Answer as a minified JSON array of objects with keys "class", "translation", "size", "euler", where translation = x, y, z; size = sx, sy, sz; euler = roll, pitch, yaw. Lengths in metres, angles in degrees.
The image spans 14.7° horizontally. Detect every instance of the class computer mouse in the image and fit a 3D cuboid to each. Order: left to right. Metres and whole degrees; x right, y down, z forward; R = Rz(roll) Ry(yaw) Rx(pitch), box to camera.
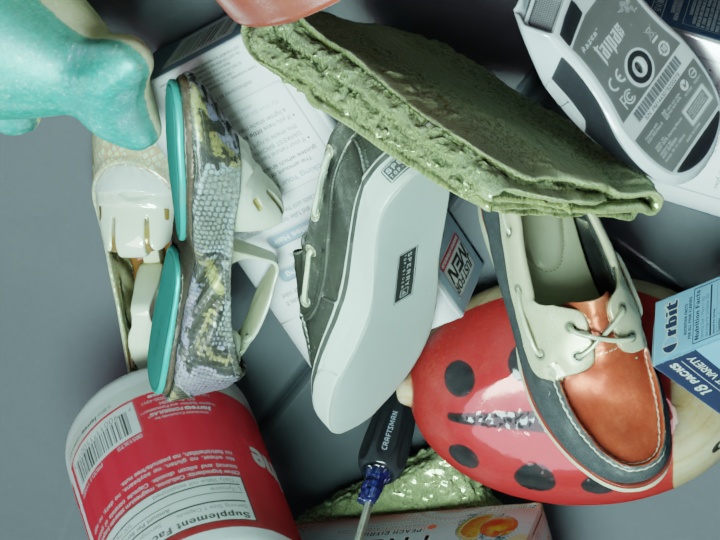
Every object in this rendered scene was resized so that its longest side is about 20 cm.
[{"class":"computer mouse","translation":[0.103,-0.120,1.382],"size":[0.044,0.110,0.200],"euler":[-9,127,53]}]

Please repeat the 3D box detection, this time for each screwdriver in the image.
[{"class":"screwdriver","translation":[-0.002,0.140,1.562],"size":[0.029,0.200,0.028],"euler":[39,132,-14]}]

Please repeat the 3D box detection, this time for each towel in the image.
[{"class":"towel","translation":[0.018,0.192,1.674],"size":[0.200,0.036,0.148],"euler":[-32,105,29]},{"class":"towel","translation":[0.046,-0.080,1.415],"size":[0.200,0.148,0.037],"euler":[35,109,36]}]

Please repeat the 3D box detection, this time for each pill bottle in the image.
[{"class":"pill bottle","translation":[-0.089,0.155,1.541],"size":[0.112,0.200,0.112],"euler":[-11,134,-12]}]

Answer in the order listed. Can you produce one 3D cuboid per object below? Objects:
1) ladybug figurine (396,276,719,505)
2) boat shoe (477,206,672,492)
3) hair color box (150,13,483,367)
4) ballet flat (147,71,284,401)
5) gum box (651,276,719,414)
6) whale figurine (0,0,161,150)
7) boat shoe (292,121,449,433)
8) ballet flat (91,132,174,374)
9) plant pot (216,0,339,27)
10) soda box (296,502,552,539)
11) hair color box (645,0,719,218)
[{"class":"ladybug figurine","translation":[0.117,0.072,1.552],"size":[0.200,0.072,0.136],"euler":[-3,108,12]},{"class":"boat shoe","translation":[0.115,0.020,1.481],"size":[0.071,0.200,0.063],"euler":[-15,162,-15]},{"class":"hair color box","translation":[-0.029,-0.048,1.542],"size":[0.099,0.061,0.200],"euler":[-25,110,27]},{"class":"ballet flat","translation":[-0.076,-0.019,1.507],"size":[0.072,0.072,0.201],"euler":[12,123,9]},{"class":"gum box","translation":[0.282,0.041,1.459],"size":[0.200,0.045,0.170],"euler":[-23,136,38]},{"class":"whale figurine","translation":[-0.200,-0.119,1.490],"size":[0.200,0.104,0.159],"euler":[30,148,21]},{"class":"boat shoe","translation":[0.000,0.000,1.493],"size":[0.064,0.071,0.200],"euler":[41,137,29]},{"class":"ballet flat","translation":[-0.116,-0.007,1.589],"size":[0.067,0.062,0.200],"euler":[-2,118,17]},{"class":"plant pot","translation":[-0.057,-0.238,1.371],"size":[0.201,0.201,0.195],"euler":[-24,118,26]},{"class":"soda box","translation":[0.012,0.184,1.604],"size":[0.200,0.064,0.068],"euler":[-7,114,22]},{"class":"hair color box","translation":[0.222,-0.075,1.455],"size":[0.200,0.061,0.100],"euler":[18,122,5]}]
